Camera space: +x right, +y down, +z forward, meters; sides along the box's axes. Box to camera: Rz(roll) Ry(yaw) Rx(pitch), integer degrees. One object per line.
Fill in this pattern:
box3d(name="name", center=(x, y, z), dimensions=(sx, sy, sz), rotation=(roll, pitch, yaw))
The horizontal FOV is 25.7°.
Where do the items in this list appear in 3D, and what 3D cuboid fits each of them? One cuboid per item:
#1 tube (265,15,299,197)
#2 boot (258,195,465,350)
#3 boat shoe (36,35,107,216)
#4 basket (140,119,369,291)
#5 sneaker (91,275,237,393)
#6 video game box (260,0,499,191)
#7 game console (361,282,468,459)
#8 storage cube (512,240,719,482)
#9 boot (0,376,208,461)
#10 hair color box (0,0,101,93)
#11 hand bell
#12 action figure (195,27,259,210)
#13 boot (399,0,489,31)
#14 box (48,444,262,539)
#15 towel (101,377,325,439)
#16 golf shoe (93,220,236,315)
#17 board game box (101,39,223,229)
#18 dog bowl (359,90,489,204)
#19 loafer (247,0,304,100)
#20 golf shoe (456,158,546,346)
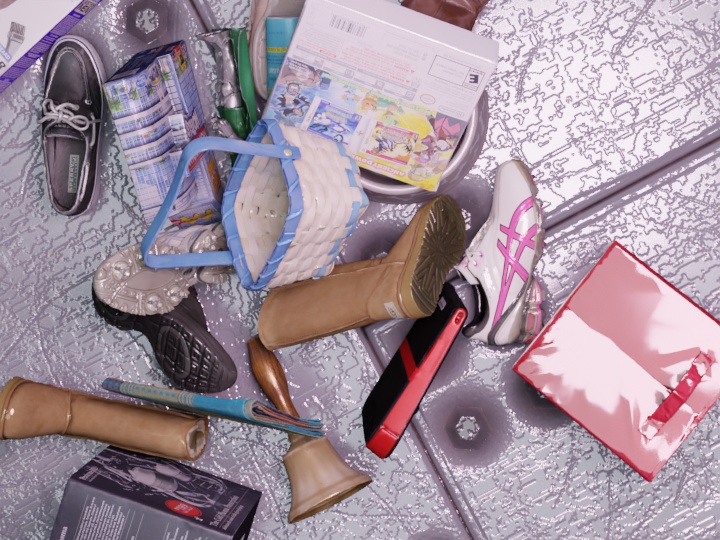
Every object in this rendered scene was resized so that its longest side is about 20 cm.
box3d(name="tube", center=(-0.072, -0.170, 1.681), dimensions=(0.077, 0.050, 0.201), rotation=(7, 105, 39))
box3d(name="boot", center=(0.000, 0.000, 1.684), dimensions=(0.199, 0.175, 0.066), rotation=(-13, 122, 34))
box3d(name="boat shoe", center=(-0.322, -0.159, 1.733), dimensions=(0.073, 0.068, 0.201), rotation=(6, 94, 4))
box3d(name="basket", center=(-0.108, -0.062, 1.589), dimensions=(0.177, 0.199, 0.140), rotation=(-56, 47, 42))
box3d(name="sneaker", center=(-0.198, 0.052, 1.704), dimensions=(0.200, 0.091, 0.076), rotation=(41, 129, 20))
box3d(name="video game box", center=(0.017, -0.185, 1.590), dimensions=(0.199, 0.047, 0.183), rotation=(19, 131, -7))
box3d(name="game console", center=(0.058, 0.102, 1.648), dimensions=(0.031, 0.200, 0.177), rotation=(33, 95, -5))
box3d(name="storage cube", center=(0.283, 0.091, 1.634), dimensions=(0.180, 0.200, 0.171), rotation=(39, 96, 8))
box3d(name="boot", center=(-0.277, 0.163, 1.698), dimensions=(0.199, 0.175, 0.067), rotation=(12, 96, 8))
box3d(name="hair color box", center=(-0.394, -0.278, 1.736), dimensions=(0.200, 0.065, 0.109), rotation=(-42, 89, 4))
box3d(name="hand bell", center=(-0.077, 0.166, 1.733), dimensions=(0.104, 0.104, 0.201), rotation=(-29, 78, 6))
box3d(name="action figure", center=(-0.134, -0.160, 1.707), dimensions=(0.054, 0.118, 0.201), rotation=(-15, 103, -13))
box3d(name="boot", center=(0.046, -0.292, 1.648), dimensions=(0.186, 0.064, 0.201), rotation=(26, 63, 1))
box3d(name="box", center=(-0.217, 0.275, 1.683), dimensions=(0.181, 0.200, 0.105), rotation=(18, 96, 3))
box3d(name="towel", center=(-0.154, 0.142, 1.663), dimensions=(0.199, 0.146, 0.022), rotation=(7, 80, 33))
box3d(name="golf shoe", center=(-0.218, -0.002, 1.675), dimensions=(0.097, 0.199, 0.079), rotation=(3, 103, 41))
box3d(name="board game box", center=(-0.200, -0.128, 1.683), dimensions=(0.061, 0.200, 0.201), rotation=(-15, 106, 7))
box3d(name="dog bowl", center=(0.040, -0.170, 1.705), dimensions=(0.199, 0.059, 0.201), rotation=(0, 93, 5))
box3d(name="loafer", center=(-0.088, -0.286, 1.716), dimensions=(0.072, 0.063, 0.201), rotation=(3, 99, -28))
box3d(name="golf shoe", center=(0.150, -0.019, 1.688), dimensions=(0.091, 0.073, 0.201), rotation=(-1, 93, -11))
